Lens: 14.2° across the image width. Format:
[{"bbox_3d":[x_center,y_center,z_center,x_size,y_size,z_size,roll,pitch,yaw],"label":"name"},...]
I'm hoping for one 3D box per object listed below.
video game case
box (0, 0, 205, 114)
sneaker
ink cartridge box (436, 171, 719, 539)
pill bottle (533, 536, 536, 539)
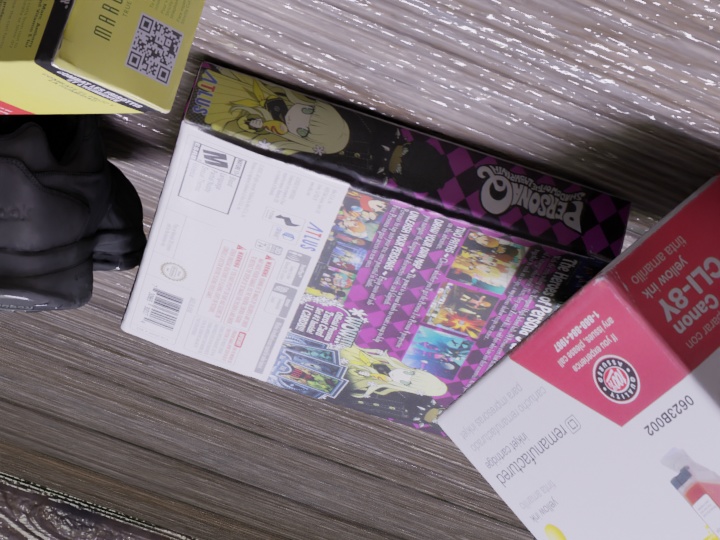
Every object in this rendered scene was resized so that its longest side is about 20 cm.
[{"bbox_3d":[0.000,0.000,1.207,0.181,0.036,0.200,18,152,-3],"label":"video game case"},{"bbox_3d":[-0.129,-0.093,0.984,0.050,0.076,0.200,25,165,-38],"label":"box"},{"bbox_3d":[-0.133,-0.040,1.264,0.076,0.091,0.200,2,-170,1],"label":"sneaker"},{"bbox_3d":[0.144,0.084,1.072,0.200,0.083,0.145,49,145,3],"label":"ink cartridge box"},{"bbox_3d":[0.142,0.169,1.524,0.113,0.201,0.113,16,170,3],"label":"pill bottle"}]
